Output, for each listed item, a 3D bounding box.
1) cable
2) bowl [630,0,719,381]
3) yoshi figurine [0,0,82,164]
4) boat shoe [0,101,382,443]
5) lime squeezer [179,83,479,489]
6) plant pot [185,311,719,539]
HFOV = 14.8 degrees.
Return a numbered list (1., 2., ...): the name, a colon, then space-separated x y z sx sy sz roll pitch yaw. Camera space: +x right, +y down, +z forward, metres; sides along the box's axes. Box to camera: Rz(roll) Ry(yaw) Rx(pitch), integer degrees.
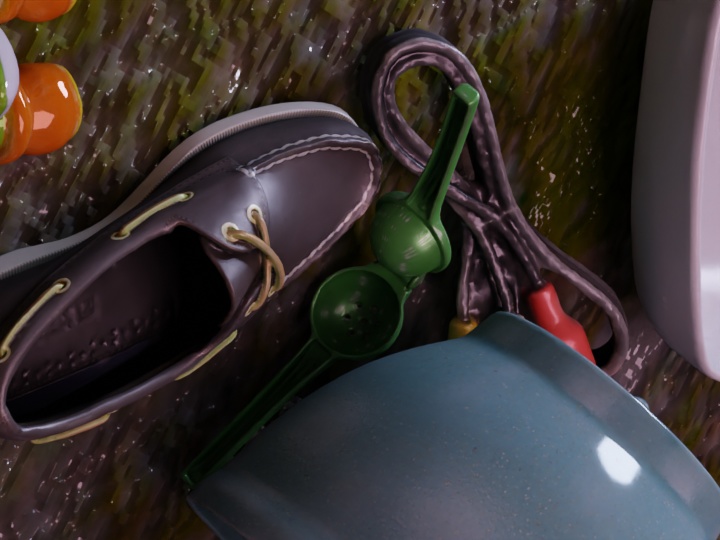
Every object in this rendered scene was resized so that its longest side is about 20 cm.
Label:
1. cable: 0.059 -0.005 1.100 0.097 0.050 0.200 -16 122 -8
2. bowl: 0.192 -0.065 1.178 0.200 0.075 0.200 -13 116 -36
3. yoshi figurine: -0.188 -0.061 0.876 0.200 0.112 0.112 -20 160 -48
4. boat shoe: -0.065 0.003 1.003 0.201 0.061 0.072 -31 124 -26
5. lime squeezer: 0.000 0.000 1.052 0.071 0.038 0.200 1 134 -49
6. plant pot: 0.053 0.102 1.038 0.134 0.200 0.200 -49 130 -8
